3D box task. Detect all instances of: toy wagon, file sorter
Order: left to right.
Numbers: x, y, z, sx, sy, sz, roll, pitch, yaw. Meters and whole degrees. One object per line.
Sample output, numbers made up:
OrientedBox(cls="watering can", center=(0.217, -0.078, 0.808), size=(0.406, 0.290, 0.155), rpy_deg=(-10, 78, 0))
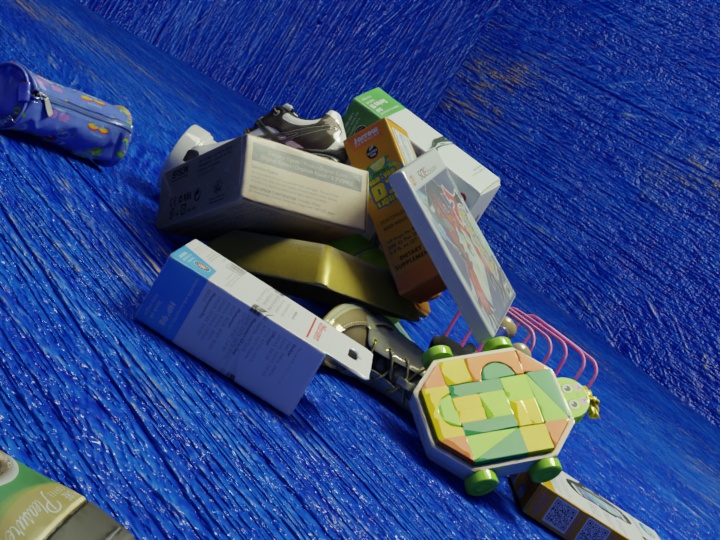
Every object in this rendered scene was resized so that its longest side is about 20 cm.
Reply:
OrientedBox(cls="toy wagon", center=(0.150, 0.136, 1.161), size=(0.197, 0.040, 0.157), rpy_deg=(-8, 54, -16))
OrientedBox(cls="file sorter", center=(0.213, 0.126, 1.588), size=(0.139, 0.126, 0.199), rpy_deg=(39, 10, 39))

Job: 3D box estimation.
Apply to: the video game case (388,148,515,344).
OrientedBox(cls="video game case", center=(0.106, -0.033, 1.290), size=(0.202, 0.023, 0.182), rpy_deg=(61, 20, -4))

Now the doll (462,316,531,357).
OrientedBox(cls="doll", center=(0.150, 0.129, 1.257), size=(0.137, 0.048, 0.201), rpy_deg=(58, 22, -22))

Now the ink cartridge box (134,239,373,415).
OrientedBox(cls="ink cartridge box", center=(-0.090, 0.058, 1.034), size=(0.199, 0.067, 0.116), rpy_deg=(33, 8, -1))

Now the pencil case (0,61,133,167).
OrientedBox(cls="pencil case", center=(-0.350, -0.181, 1.367), size=(0.086, 0.079, 0.199), rpy_deg=(4, -8, 31))

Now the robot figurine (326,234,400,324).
OrientedBox(cls="robot figurine", center=(0.000, 0.000, 1.518), size=(0.174, 0.117, 0.200), rpy_deg=(17, 20, -34))

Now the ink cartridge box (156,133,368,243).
OrientedBox(cls="ink cartridge box", center=(-0.112, -0.078, 1.306), size=(0.163, 0.076, 0.199), rpy_deg=(13, -16, -35))

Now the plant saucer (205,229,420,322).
OrientedBox(cls="plant saucer", center=(-0.055, 0.002, 1.299), size=(0.198, 0.049, 0.199), rpy_deg=(11, -6, 36))

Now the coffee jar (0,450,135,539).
OrientedBox(cls="coffee jar", center=(-0.181, 0.093, 0.434), size=(0.199, 0.086, 0.104), rpy_deg=(33, 6, 1))

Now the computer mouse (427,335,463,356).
OrientedBox(cls="computer mouse", center=(0.130, 0.159, 1.378), size=(0.138, 0.053, 0.201), rpy_deg=(24, 23, -43))

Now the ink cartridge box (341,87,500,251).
OrientedBox(cls="ink cartridge box", center=(0.051, -0.105, 1.443), size=(0.199, 0.148, 0.083), rpy_deg=(37, 27, 10))

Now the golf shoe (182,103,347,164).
OrientedBox(cls="golf shoe", center=(-0.110, -0.148, 1.378), size=(0.197, 0.096, 0.078), rpy_deg=(2, -13, 8))

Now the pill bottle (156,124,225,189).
OrientedBox(cls="pill bottle", center=(-0.153, -0.093, 1.489), size=(0.199, 0.117, 0.116), rpy_deg=(33, 8, 0))

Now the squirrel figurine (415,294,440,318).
OrientedBox(cls="squirrel figurine", center=(0.026, -0.010, 1.690), size=(0.197, 0.143, 0.187), rpy_deg=(18, 9, 4))

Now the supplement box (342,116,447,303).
OrientedBox(cls="supplement box", center=(0.047, -0.069, 1.320), size=(0.069, 0.066, 0.202), rpy_deg=(24, 42, -60))

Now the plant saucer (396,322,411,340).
OrientedBox(cls="plant saucer", center=(0.039, 0.082, 1.558), size=(0.069, 0.019, 0.200), rpy_deg=(29, 10, -23))

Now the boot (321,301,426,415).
OrientedBox(cls="boot", center=(0.037, 0.109, 1.227), size=(0.154, 0.072, 0.199), rpy_deg=(40, 10, 23))

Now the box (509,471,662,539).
OrientedBox(cls="box", center=(0.252, 0.270, 1.223), size=(0.199, 0.042, 0.119), rpy_deg=(35, 7, -5))
